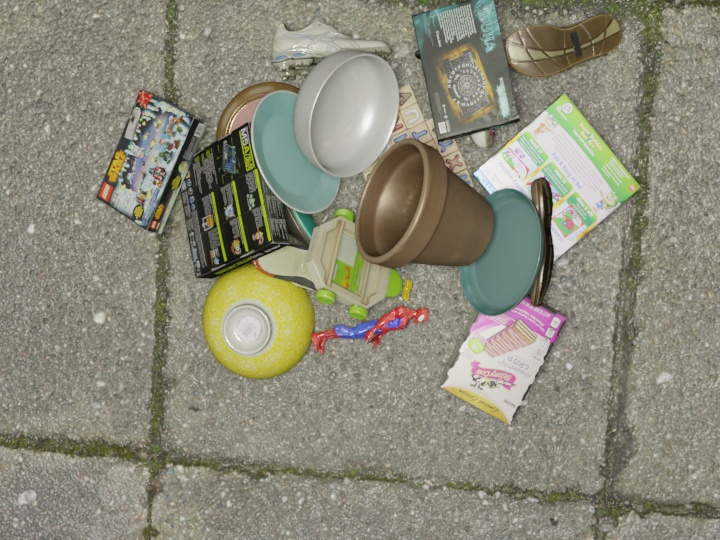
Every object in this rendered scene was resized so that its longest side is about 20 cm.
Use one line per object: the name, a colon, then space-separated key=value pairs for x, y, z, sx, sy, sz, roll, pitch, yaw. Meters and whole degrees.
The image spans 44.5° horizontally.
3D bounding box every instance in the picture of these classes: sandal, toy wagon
sandal: x=0.273 y=-0.045 z=1.394 sx=0.054 sy=0.081 sz=0.204 roll=-1 pitch=94 yaw=25
toy wagon: x=0.000 y=0.000 z=1.444 sx=0.198 sy=0.039 sz=0.158 roll=28 pitch=63 yaw=-31
sandal: x=0.322 y=-0.361 z=1.416 sx=0.197 sy=0.054 sz=0.082 roll=-16 pitch=100 yaw=-9

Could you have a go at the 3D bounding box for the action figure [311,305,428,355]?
action figure: x=0.019 y=0.099 z=1.476 sx=0.197 sy=0.065 sz=0.052 roll=-20 pitch=71 yaw=8

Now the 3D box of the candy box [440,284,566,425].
candy box: x=0.234 y=0.132 z=1.460 sx=0.135 sy=0.061 sz=0.202 roll=27 pitch=97 yaw=2

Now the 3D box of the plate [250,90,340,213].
plate: x=-0.106 y=-0.186 z=1.399 sx=0.025 sy=0.199 sz=0.203 roll=-16 pitch=95 yaw=38

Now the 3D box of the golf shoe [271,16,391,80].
golf shoe: x=-0.049 y=-0.373 z=1.435 sx=0.196 sy=0.078 sz=0.099 roll=-4 pitch=78 yaw=-2

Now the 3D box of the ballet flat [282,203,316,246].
ballet flat: x=-0.134 y=-0.122 z=1.446 sx=0.068 sy=0.068 sz=0.203 roll=-23 pitch=92 yaw=19

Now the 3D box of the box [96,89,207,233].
box: x=-0.350 y=-0.182 z=1.465 sx=0.136 sy=0.040 sz=0.203 roll=28 pitch=98 yaw=29

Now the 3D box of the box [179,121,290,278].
box: x=-0.210 y=-0.109 z=1.417 sx=0.191 sy=0.047 sz=0.203 roll=-21 pitch=76 yaw=35

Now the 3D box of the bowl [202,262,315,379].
bowl: x=-0.180 y=0.091 z=1.468 sx=0.196 sy=0.108 sz=0.204 roll=1 pitch=96 yaw=5

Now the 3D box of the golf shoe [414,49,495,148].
golf shoe: x=0.157 y=-0.285 z=1.427 sx=0.091 sy=0.073 sz=0.203 roll=-22 pitch=84 yaw=11

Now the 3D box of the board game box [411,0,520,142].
board game box: x=0.164 y=-0.315 z=1.373 sx=0.133 sy=0.028 sz=0.204 roll=-12 pitch=86 yaw=11

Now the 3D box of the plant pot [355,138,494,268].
plant pot: x=0.112 y=-0.083 z=1.390 sx=0.173 sy=0.200 sz=0.203 roll=20 pitch=98 yaw=-29

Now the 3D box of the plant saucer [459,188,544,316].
plant saucer: x=0.226 y=-0.027 z=1.387 sx=0.027 sy=0.200 sz=0.204 roll=10 pitch=97 yaw=-28

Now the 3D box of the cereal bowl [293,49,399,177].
cereal bowl: x=-0.033 y=-0.254 z=1.391 sx=0.083 sy=0.199 sz=0.203 roll=30 pitch=98 yaw=36

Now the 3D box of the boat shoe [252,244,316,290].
boat shoe: x=-0.085 y=-0.002 z=1.464 sx=0.197 sy=0.062 sz=0.072 roll=14 pitch=82 yaw=-21

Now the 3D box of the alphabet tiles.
alphabet tiles: x=0.077 y=-0.197 z=1.470 sx=0.165 sy=0.008 sz=0.203 roll=-24 pitch=93 yaw=7

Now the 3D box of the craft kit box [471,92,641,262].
craft kit box: x=0.317 y=-0.148 z=1.437 sx=0.197 sy=0.049 sz=0.201 roll=-39 pitch=91 yaw=10

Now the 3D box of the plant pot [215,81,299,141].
plant pot: x=-0.150 y=-0.216 z=1.478 sx=0.196 sy=0.027 sz=0.204 roll=0 pitch=95 yaw=5
